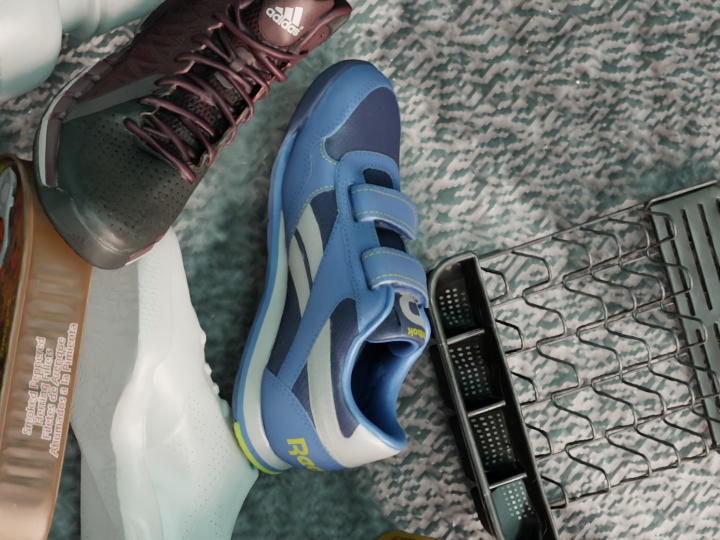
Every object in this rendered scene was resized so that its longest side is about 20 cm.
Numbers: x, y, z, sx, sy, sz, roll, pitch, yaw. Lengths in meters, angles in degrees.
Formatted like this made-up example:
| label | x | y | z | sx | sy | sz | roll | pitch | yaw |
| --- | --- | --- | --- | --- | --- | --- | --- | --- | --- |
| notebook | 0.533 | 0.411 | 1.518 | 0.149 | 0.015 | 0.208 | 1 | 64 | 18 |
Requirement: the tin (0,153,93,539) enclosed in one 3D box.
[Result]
| label | x | y | z | sx | sy | sz | roll | pitch | yaw |
| --- | --- | --- | --- | --- | --- | --- | --- | --- | --- |
| tin | -0.161 | 0.049 | 1.146 | 0.042 | 0.112 | 0.201 | 11 | 87 | -28 |

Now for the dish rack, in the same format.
| label | x | y | z | sx | sy | sz | roll | pitch | yaw |
| --- | --- | --- | --- | --- | --- | --- | --- | --- | --- |
| dish rack | 0.130 | 0.042 | 1.277 | 0.200 | 0.055 | 0.154 | -18 | 96 | -19 |

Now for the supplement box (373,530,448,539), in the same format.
| label | x | y | z | sx | sy | sz | roll | pitch | yaw |
| --- | --- | --- | --- | --- | --- | --- | --- | --- | --- |
| supplement box | -0.025 | 0.211 | 1.182 | 0.200 | 0.131 | 0.103 | -28 | 97 | -18 |

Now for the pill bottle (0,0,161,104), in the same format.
| label | x | y | z | sx | sy | sz | roll | pitch | yaw |
| --- | --- | --- | --- | --- | --- | --- | --- | --- | --- |
| pill bottle | -0.194 | -0.121 | 1.131 | 0.200 | 0.114 | 0.115 | -25 | 98 | -23 |

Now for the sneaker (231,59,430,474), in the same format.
| label | x | y | z | sx | sy | sz | roll | pitch | yaw |
| --- | --- | --- | --- | --- | --- | --- | --- | --- | --- |
| sneaker | 0.000 | 0.000 | 1.204 | 0.074 | 0.082 | 0.201 | 16 | 80 | -54 |

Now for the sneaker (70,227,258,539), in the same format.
| label | x | y | z | sx | sy | sz | roll | pitch | yaw |
| --- | --- | --- | --- | --- | --- | --- | --- | --- | --- |
| sneaker | -0.086 | 0.069 | 1.201 | 0.088 | 0.075 | 0.201 | -4 | 97 | -32 |

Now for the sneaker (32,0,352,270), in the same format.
| label | x | y | z | sx | sy | sz | roll | pitch | yaw |
| --- | --- | --- | --- | --- | --- | --- | --- | --- | --- |
| sneaker | -0.067 | -0.090 | 1.131 | 0.076 | 0.115 | 0.200 | 46 | 36 | -19 |
